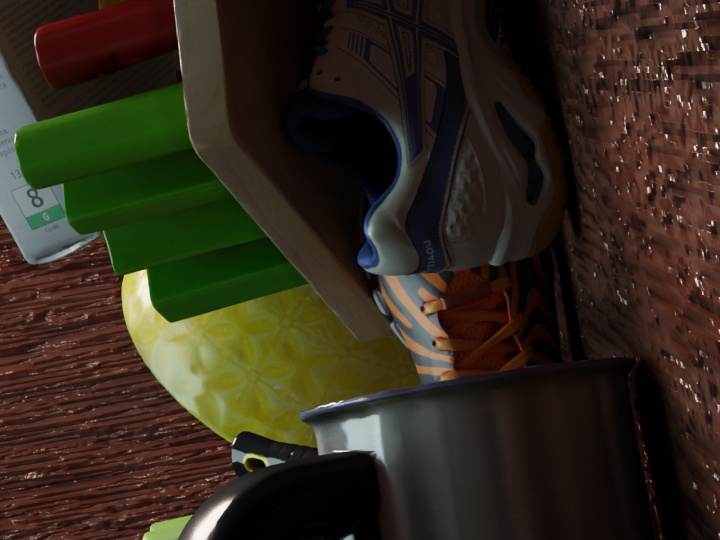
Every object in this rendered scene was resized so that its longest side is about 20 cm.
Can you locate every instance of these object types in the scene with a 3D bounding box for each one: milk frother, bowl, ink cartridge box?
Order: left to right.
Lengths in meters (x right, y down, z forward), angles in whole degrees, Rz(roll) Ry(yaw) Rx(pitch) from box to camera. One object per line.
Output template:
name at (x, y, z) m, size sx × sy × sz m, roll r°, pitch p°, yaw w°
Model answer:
ink cartridge box at (-0.140, -0.122, 1.263) m, size 0.200 × 0.050 × 0.161 m, roll 61°, pitch -152°, yaw -11°
bowl at (0.000, 0.000, 1.348) m, size 0.200 × 0.200 × 0.108 m, roll -102°, pitch 32°, yaw -54°
milk frother at (0.058, 0.124, 0.927) m, size 0.200 × 0.180 × 0.189 m, roll -16°, pitch 82°, yaw 45°

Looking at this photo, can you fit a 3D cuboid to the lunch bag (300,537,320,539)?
lunch bag at (0.019, 0.194, 1.277) m, size 0.200 × 0.117 × 0.164 m, roll 44°, pitch 157°, yaw 32°

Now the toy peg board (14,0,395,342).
toy peg board at (-0.071, -0.087, 1.201) m, size 0.200 × 0.098 × 0.200 m, roll 51°, pitch -153°, yaw -60°

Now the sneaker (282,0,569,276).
sneaker at (0.006, -0.087, 1.135) m, size 0.075 × 0.088 × 0.200 m, roll 102°, pitch 149°, yaw -55°

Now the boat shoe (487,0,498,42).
boat shoe at (0.016, -0.168, 1.222) m, size 0.091 × 0.071 × 0.201 m, roll 116°, pitch 144°, yaw -85°

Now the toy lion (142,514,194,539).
toy lion at (-0.061, 0.221, 1.354) m, size 0.192 × 0.068 × 0.200 m, roll 70°, pitch -172°, yaw -58°

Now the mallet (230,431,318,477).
mallet at (0.026, 0.095, 1.116) m, size 0.200 × 0.041 × 0.066 m, roll -1°, pitch 106°, yaw 46°

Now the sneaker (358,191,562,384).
sneaker at (0.059, 0.041, 1.163) m, size 0.112 × 0.077 × 0.200 m, roll -122°, pitch 12°, yaw -75°
